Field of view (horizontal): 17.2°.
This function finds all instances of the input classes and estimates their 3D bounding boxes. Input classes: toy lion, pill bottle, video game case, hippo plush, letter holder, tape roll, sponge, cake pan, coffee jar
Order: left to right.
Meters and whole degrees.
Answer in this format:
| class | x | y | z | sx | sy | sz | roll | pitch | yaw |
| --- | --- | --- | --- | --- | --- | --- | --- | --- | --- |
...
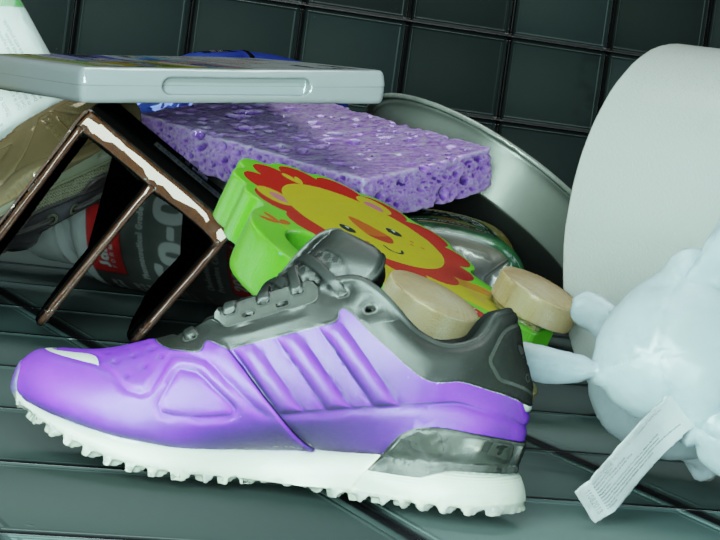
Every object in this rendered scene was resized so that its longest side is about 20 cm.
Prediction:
| class | x | y | z | sx | sy | sz | roll | pitch | yaw |
| --- | --- | --- | --- | --- | --- | --- | --- | --- | --- |
| letter holder | -0.151 | -0.008 | 1.326 | 0.100 | 0.142 | 0.200 | 39 | 3 | -6 |
| video game case | -0.109 | -0.111 | 1.391 | 0.181 | 0.022 | 0.200 | -1 | 8 | -25 |
| pill bottle | -0.117 | -0.039 | 1.556 | 0.199 | 0.115 | 0.114 | 9 | 5 | 24 |
| sponge | -0.028 | -0.072 | 1.433 | 0.111 | 0.030 | 0.199 | -16 | 24 | -42 |
| toy lion | 0.000 | 0.000 | 1.196 | 0.191 | 0.069 | 0.200 | 33 | 15 | 23 |
| coffee jar | 0.044 | 0.009 | 1.410 | 0.104 | 0.086 | 0.200 | 9 | 4 | 1 |
| cake pan | 0.077 | -0.039 | 1.548 | 0.200 | 0.037 | 0.200 | 33 | -15 | 10 |
| hippo plush | 0.162 | 0.052 | 1.012 | 0.199 | 0.160 | 0.161 | -34 | -8 | -9 |
| tape roll | 0.215 | -0.013 | 1.264 | 0.139 | 0.204 | 0.202 | 11 | 5 | 35 |

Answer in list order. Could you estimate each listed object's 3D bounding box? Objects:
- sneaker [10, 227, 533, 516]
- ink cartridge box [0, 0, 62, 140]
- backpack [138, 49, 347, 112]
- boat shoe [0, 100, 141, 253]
| class | x | y | z | sx | sy | sz | roll | pitch | yaw |
| --- | --- | --- | --- | --- | --- | --- | --- | --- | --- |
| sneaker | -0.030 | 0.031 | 0.907 | 0.199 | 0.100 | 0.070 | 8 | 2 | -2 |
| ink cartridge box | -0.307 | -0.124 | 1.557 | 0.199 | 0.147 | 0.083 | -28 | 6 | -5 |
| backpack | -0.115 | -0.085 | 1.831 | 0.199 | 0.169 | 0.162 | 2 | 0 | -21 |
| boat shoe | -0.219 | -0.042 | 1.462 | 0.199 | 0.065 | 0.072 | -30 | 46 | -18 |
